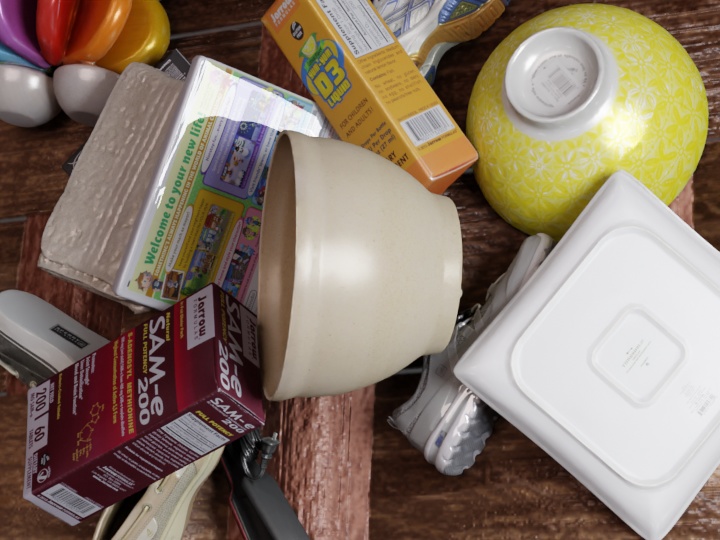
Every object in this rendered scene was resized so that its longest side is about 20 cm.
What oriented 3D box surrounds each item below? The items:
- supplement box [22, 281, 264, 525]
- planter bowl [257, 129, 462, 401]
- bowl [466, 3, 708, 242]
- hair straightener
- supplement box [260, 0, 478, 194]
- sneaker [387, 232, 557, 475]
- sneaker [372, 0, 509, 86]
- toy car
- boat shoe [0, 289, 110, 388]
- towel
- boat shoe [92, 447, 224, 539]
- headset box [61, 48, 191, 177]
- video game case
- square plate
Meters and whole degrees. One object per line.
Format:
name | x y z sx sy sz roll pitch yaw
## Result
supplement box | -0.171 0.106 1.224 0.199 0.061 0.109 -29 44 22
planter bowl | 0.000 0.000 1.182 0.133 0.200 0.202 4 70 -12
bowl | 0.165 -0.131 1.234 0.198 0.108 0.202 -7 70 21
hair straightener | -0.082 0.151 1.274 0.077 0.041 0.201 -50 48 33
supplement box | 0.006 -0.147 1.261 0.201 0.069 0.067 57 139 9
sneaker | 0.087 0.054 1.220 0.082 0.075 0.201 29 85 28
sneaker | 0.053 -0.223 1.334 0.200 0.075 0.088 -45 61 3
toy car | -0.281 -0.232 1.438 0.198 0.150 0.177 3 74 24
boat shoe | -0.245 0.093 1.363 0.199 0.071 0.064 34 120 21
towel | -0.182 -0.070 1.319 0.132 0.034 0.201 21 80 27
boat shoe | -0.160 0.147 1.276 0.072 0.065 0.202 29 98 55
headset box | -0.142 -0.069 1.363 0.149 0.077 0.200 -45 62 3
video game case | -0.085 -0.048 1.273 0.022 0.181 0.202 19 89 67
square plate | 0.204 0.061 1.151 0.198 0.028 0.200 40 89 6
